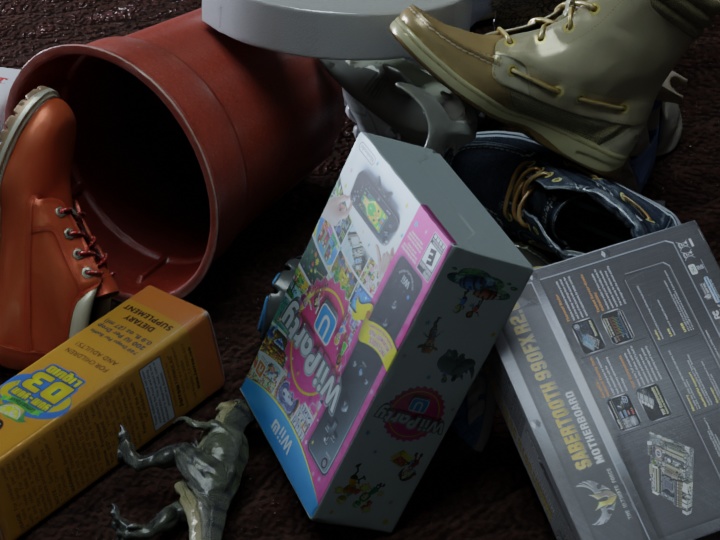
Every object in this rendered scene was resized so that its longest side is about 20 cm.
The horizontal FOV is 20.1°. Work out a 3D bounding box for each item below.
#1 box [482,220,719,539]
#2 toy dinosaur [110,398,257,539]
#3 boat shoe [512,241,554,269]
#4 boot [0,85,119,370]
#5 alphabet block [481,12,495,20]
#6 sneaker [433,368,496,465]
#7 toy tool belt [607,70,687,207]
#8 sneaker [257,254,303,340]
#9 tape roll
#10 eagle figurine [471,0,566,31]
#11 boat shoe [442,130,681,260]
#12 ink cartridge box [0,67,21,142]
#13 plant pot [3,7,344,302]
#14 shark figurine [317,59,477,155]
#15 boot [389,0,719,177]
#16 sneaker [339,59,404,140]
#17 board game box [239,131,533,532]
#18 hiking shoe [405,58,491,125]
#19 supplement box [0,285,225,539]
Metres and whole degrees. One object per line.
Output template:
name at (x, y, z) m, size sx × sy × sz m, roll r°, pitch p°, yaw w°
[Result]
box at (0.171, 0.082, 1.238) m, size 0.158 × 0.048 × 0.201 m, roll -17°, pitch 63°, yaw -12°
toy dinosaur at (-0.112, 0.139, 1.285) m, size 0.088 × 0.048 × 0.201 m, roll 2°, pitch 40°, yaw 2°
boat shoe at (0.131, 0.033, 1.369) m, size 0.072 × 0.061 × 0.202 m, roll -14°, pitch 36°, yaw -10°
boot at (-0.210, -0.024, 1.422) m, size 0.107 × 0.201 × 0.075 m, roll 12°, pitch 8°, yaw 18°
alphabet block at (0.077, -0.340, 1.784) m, size 0.199 × 0.196 × 0.197 m, roll -15°, pitch 38°, yaw -12°
sneaker at (0.063, 0.045, 1.362) m, size 0.075 × 0.087 × 0.201 m, roll -29°, pitch 51°, yaw 24°
toy tool belt at (0.182, -0.122, 1.520) m, size 0.124 × 0.123 × 0.200 m, roll 3°, pitch 37°, yaw 14°
sneaker at (0.000, 0.000, 1.450) m, size 0.082 × 0.073 × 0.200 m, roll 26°, pitch 45°, yaw 8°
tape roll at (-0.017, -0.202, 1.491) m, size 0.201 × 0.037 × 0.203 m, roll 4°, pitch 24°, yaw -2°
eagle figurine at (0.156, -0.237, 1.612) m, size 0.199 × 0.152 × 0.152 m, roll 17°, pitch 6°, yaw 1°
boat shoe at (0.128, -0.052, 1.430) m, size 0.200 × 0.071 × 0.091 m, roll 23°, pitch 8°, yaw 27°
ink cartridge box at (-0.357, -0.081, 1.598) m, size 0.146 × 0.086 × 0.200 m, roll 8°, pitch 40°, yaw 21°
plant pot at (-0.125, -0.104, 1.512) m, size 0.200 × 0.202 × 0.195 m, roll 17°, pitch 34°, yaw 31°
shark figurine at (0.044, -0.094, 1.440) m, size 0.128 × 0.090 × 0.215 m, roll 16°, pitch 14°, yaw -22°
boot at (0.135, -0.171, 1.389) m, size 0.199 × 0.156 × 0.073 m, roll 27°, pitch 18°, yaw -18°
sneaker at (0.021, -0.124, 1.548) m, size 0.075 × 0.081 × 0.200 m, roll -30°, pitch 65°, yaw -3°
board game box at (0.011, 0.038, 1.268) m, size 0.064 × 0.201 × 0.148 m, roll 12°, pitch 25°, yaw -30°
hiking shoe at (0.023, -0.163, 1.648) m, size 0.200 × 0.076 × 0.100 m, roll 27°, pitch 45°, yaw 37°
supplement box at (-0.185, 0.092, 1.343) m, size 0.066 × 0.069 × 0.200 m, roll 22°, pitch 47°, yaw 38°
